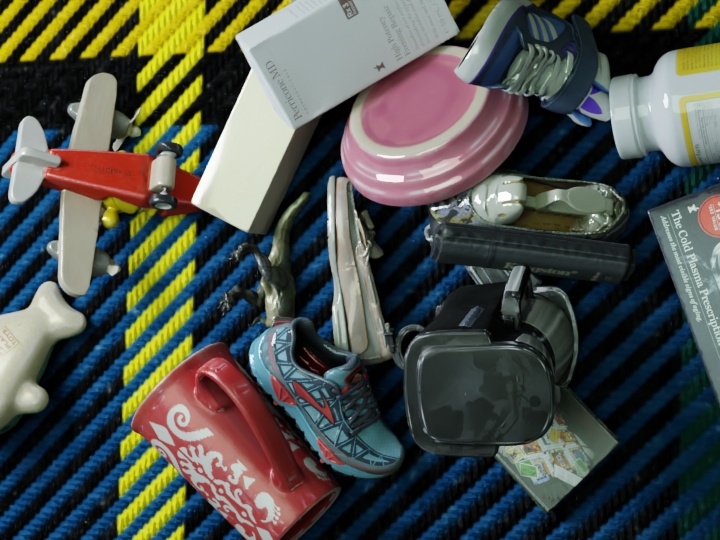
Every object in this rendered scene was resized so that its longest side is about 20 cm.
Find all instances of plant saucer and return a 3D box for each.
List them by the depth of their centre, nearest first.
[{"bbox_3d":[0.067,-0.155,1.435,0.200,0.051,0.201,-16,47,18],"label":"plant saucer"}]

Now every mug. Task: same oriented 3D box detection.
[{"bbox_3d":[-0.129,0.189,1.476,0.133,0.178,0.200,-43,77,-2],"label":"mug"}]

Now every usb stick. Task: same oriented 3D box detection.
[{"bbox_3d":[0.166,-0.016,1.388,0.199,0.056,0.033,7,59,-4],"label":"usb stick"}]

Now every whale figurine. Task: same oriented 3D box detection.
[{"bbox_3d":[-0.404,0.105,1.636,0.200,0.104,0.159,-42,71,-12],"label":"whale figurine"}]

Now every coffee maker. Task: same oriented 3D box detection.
[{"bbox_3d":[0.102,0.096,1.342,0.192,0.200,0.135,-25,94,20],"label":"coffee maker"}]

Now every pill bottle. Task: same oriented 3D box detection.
[{"bbox_3d":[0.342,-0.159,1.351,0.199,0.112,0.113,-7,84,20],"label":"pill bottle"}]

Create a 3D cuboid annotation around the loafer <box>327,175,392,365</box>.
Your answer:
[{"bbox_3d":[0.000,0.000,1.500,0.063,0.072,0.201,-3,91,4],"label":"loafer"}]

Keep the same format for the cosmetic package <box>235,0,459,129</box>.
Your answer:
[{"bbox_3d":[-0.014,-0.238,1.446,0.200,0.074,0.102,-32,116,-4],"label":"cosmetic package"}]

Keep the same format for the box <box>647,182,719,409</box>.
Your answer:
[{"bbox_3d":[0.390,0.007,1.325,0.181,0.104,0.201,-22,79,17],"label":"box"}]

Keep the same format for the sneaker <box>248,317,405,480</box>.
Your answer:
[{"bbox_3d":[-0.025,0.129,1.453,0.200,0.079,0.096,44,134,-2],"label":"sneaker"}]

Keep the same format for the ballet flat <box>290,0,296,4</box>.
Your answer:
[{"bbox_3d":[-0.047,-0.329,1.532,0.067,0.064,0.201,12,66,-15],"label":"ballet flat"}]

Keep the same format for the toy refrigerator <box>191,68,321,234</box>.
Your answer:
[{"bbox_3d":[-0.100,-0.145,1.542,0.076,0.070,0.201,26,96,14],"label":"toy refrigerator"}]

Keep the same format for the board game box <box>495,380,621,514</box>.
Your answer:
[{"bbox_3d":[0.157,0.137,1.447,0.105,0.023,0.200,-46,72,13],"label":"board game box"}]

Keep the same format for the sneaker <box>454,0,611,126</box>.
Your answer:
[{"bbox_3d":[0.182,-0.191,1.369,0.146,0.200,0.081,36,117,4],"label":"sneaker"}]

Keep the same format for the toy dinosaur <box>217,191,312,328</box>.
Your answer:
[{"bbox_3d":[-0.101,0.011,1.530,0.047,0.088,0.201,-5,80,59],"label":"toy dinosaur"}]

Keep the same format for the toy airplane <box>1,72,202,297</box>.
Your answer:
[{"bbox_3d":[-0.295,-0.094,1.572,0.200,0.141,0.199,-39,83,-19],"label":"toy airplane"}]

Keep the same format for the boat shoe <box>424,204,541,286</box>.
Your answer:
[{"bbox_3d":[0.097,-0.040,1.459,0.068,0.072,0.200,-41,81,8],"label":"boat shoe"}]

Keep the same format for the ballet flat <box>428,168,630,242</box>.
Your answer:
[{"bbox_3d":[0.168,-0.068,1.394,0.199,0.072,0.072,6,88,-5],"label":"ballet flat"}]
